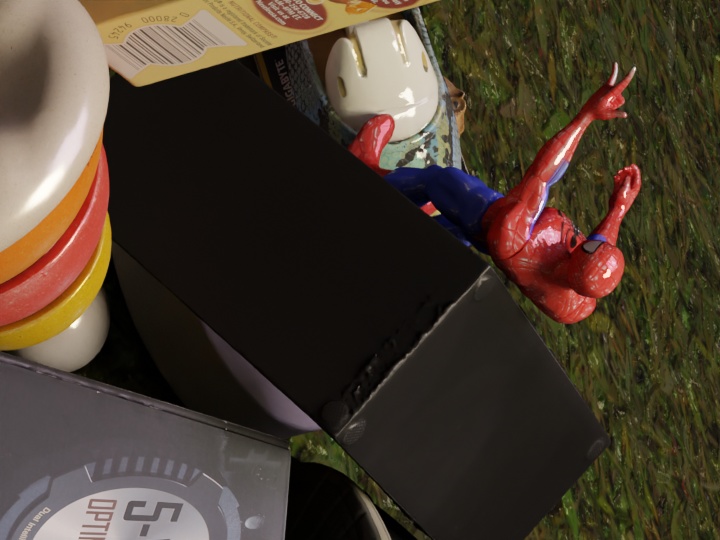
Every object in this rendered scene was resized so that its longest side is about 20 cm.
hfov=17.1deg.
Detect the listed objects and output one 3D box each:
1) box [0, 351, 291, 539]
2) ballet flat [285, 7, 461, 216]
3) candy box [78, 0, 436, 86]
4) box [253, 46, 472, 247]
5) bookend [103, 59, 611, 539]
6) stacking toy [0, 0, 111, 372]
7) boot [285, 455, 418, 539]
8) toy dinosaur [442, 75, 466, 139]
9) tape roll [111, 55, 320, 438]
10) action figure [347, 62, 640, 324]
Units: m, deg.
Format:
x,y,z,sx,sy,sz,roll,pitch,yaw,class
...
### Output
x,y,z,sx,sy,sz,roll,pitch,yaw,class
-0.111,0.136,0.888,0.160,0.044,0.200,20,52,-20,box
-0.004,-0.117,1.100,0.074,0.074,0.200,7,59,-63,ballet flat
-0.017,-0.153,0.922,0.055,0.200,0.116,36,48,-54,candy box
-0.010,-0.116,1.259,0.160,0.049,0.200,41,25,-50,box
-0.013,0.015,1.042,0.200,0.092,0.199,40,-5,30,bookend
-0.145,-0.013,0.938,0.200,0.146,0.146,69,19,-55,stacking toy
0.015,0.148,1.047,0.154,0.074,0.204,37,-2,-24,boot
0.000,0.000,1.158,0.060,0.106,0.200,-104,-153,-58,toy dinosaur
-0.056,-0.015,1.183,0.203,0.037,0.203,40,42,-49,tape roll
0.071,-0.040,0.992,0.065,0.099,0.200,43,-2,-27,action figure
